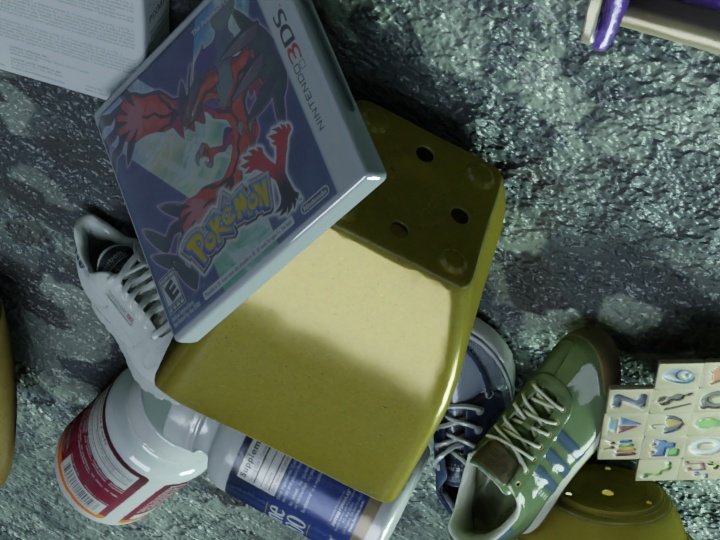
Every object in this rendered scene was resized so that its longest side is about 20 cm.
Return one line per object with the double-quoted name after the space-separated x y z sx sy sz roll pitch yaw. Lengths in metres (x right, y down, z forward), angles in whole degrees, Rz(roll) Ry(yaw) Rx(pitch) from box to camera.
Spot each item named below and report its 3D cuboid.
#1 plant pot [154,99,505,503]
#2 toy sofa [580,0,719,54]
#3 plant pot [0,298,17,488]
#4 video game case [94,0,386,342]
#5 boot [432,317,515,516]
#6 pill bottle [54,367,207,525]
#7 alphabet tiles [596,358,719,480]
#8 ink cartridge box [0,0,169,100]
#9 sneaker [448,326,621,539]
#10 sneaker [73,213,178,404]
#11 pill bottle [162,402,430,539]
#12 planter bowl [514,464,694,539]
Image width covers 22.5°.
0.000 0.000 1.256 0.193 0.197 0.200 26 138 -7 "plant pot"
0.177 -0.200 0.951 0.082 0.098 0.201 16 145 9 "toy sofa"
-0.384 0.095 1.622 0.185 0.187 0.201 24 134 -3 "plant pot"
-0.084 -0.082 1.164 0.023 0.184 0.200 3 146 -47 "video game case"
0.086 0.123 1.453 0.072 0.091 0.201 4 142 25 "boot"
-0.191 0.147 1.622 0.114 0.115 0.200 31 145 -15 "pill bottle"
0.279 0.112 1.353 0.197 0.006 0.167 -1 143 1 "alphabet tiles"
-0.209 -0.208 1.209 0.161 0.057 0.201 17 138 8 "ink cartridge box"
0.128 0.137 1.383 0.067 0.089 0.202 41 125 28 "sneaker"
-0.167 0.031 1.424 0.200 0.076 0.081 37 153 39 "sneaker"
-0.053 0.144 1.446 0.199 0.111 0.111 28 147 7 "pill bottle"
0.200 0.215 1.486 0.198 0.200 0.084 10 109 17 "planter bowl"
